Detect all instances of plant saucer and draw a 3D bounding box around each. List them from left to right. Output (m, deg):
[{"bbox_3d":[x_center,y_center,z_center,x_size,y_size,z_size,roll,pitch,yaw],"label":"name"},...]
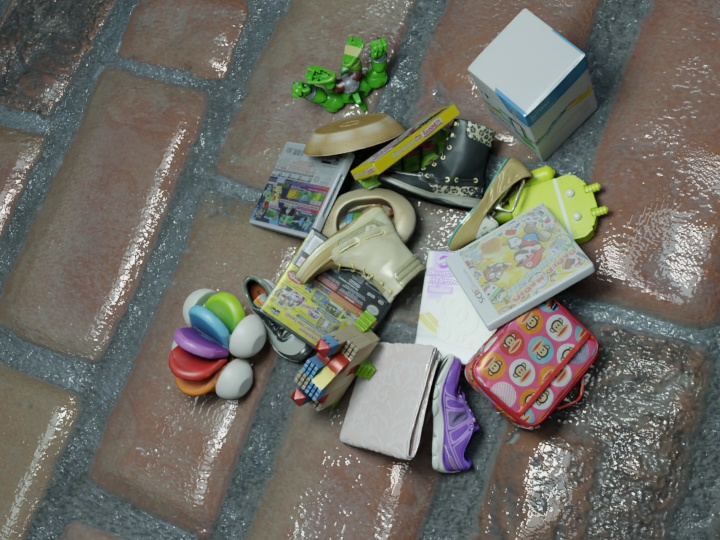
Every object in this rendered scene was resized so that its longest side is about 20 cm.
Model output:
[{"bbox_3d":[-0.016,-0.259,1.776,0.198,0.200,0.036,-8,109,17],"label":"plant saucer"}]

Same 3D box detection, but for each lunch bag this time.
[{"bbox_3d":[0.290,0.157,1.562,0.176,0.082,0.200,42,79,2],"label":"lunch bag"}]

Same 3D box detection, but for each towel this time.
[{"bbox_3d":[0.051,0.218,1.627,0.199,0.032,0.193,-2,68,57],"label":"towel"}]

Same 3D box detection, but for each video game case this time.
[{"bbox_3d":[-0.115,-0.155,1.827,0.199,0.023,0.184,16,78,46],"label":"video game case"},{"bbox_3d":[-0.054,0.053,1.722,0.199,0.026,0.182,34,91,0],"label":"video game case"},{"bbox_3d":[0.262,-0.010,1.590,0.199,0.023,0.183,-30,43,1],"label":"video game case"}]

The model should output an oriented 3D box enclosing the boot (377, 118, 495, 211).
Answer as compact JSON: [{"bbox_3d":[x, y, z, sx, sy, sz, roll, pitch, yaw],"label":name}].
[{"bbox_3d":[0.141,-0.200,1.714,0.202,0.073,0.155,14,89,-8],"label":"boot"}]

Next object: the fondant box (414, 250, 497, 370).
[{"bbox_3d":[0.179,0.071,1.665,0.143,0.058,0.202,4,73,21],"label":"fondant box"}]

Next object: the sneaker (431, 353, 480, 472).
[{"bbox_3d":[0.161,0.239,1.599,0.082,0.081,0.202,0,99,6],"label":"sneaker"}]

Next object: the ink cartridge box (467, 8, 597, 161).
[{"bbox_3d":[0.307,-0.320,1.667,0.146,0.200,0.147,-45,64,3],"label":"ink cartridge box"}]

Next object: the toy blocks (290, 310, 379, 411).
[{"bbox_3d":[-0.054,0.172,1.626,0.100,0.136,0.201,41,119,18],"label":"toy blocks"}]

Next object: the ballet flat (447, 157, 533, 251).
[{"bbox_3d":[0.231,-0.106,1.663,0.063,0.069,0.201,35,90,18],"label":"ballet flat"}]

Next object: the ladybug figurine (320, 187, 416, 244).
[{"bbox_3d":[0.013,-0.082,1.767,0.198,0.072,0.137,-1,73,20],"label":"ladybug figurine"}]

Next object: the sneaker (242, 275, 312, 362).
[{"bbox_3d":[-0.162,0.090,1.773,0.074,0.079,0.200,-40,65,1],"label":"sneaker"}]

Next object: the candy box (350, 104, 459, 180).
[{"bbox_3d":[0.080,-0.228,1.696,0.199,0.102,0.027,-38,100,-20],"label":"candy box"}]

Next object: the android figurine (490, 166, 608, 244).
[{"bbox_3d":[0.333,-0.096,1.674,0.198,0.041,0.184,-17,68,16],"label":"android figurine"}]

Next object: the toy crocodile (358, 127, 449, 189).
[{"bbox_3d":[0.084,-0.206,1.763,0.198,0.062,0.068,-22,41,-11],"label":"toy crocodile"}]

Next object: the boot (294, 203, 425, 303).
[{"bbox_3d":[0.000,0.000,1.670,0.199,0.073,0.156,-37,88,-11],"label":"boot"}]

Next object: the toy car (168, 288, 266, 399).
[{"bbox_3d":[-0.283,0.139,1.743,0.174,0.149,0.202,29,110,26],"label":"toy car"}]

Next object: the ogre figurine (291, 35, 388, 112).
[{"bbox_3d":[-0.027,-0.371,1.851,0.200,0.120,0.098,-43,60,1],"label":"ogre figurine"}]
